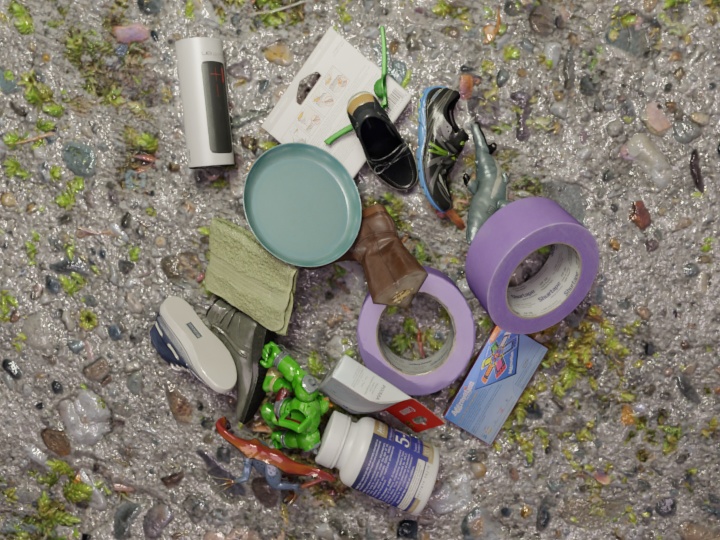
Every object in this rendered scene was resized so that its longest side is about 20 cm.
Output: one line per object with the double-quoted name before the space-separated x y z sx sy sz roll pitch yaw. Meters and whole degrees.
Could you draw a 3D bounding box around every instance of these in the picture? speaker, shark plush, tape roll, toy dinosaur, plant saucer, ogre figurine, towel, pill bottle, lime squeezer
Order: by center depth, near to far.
"tape roll" 0.270 -0.006 0.974 0.194 0.086 0.205 -10 124 -15
"plant saucer" -0.092 -0.102 0.975 0.194 0.027 0.207 6 74 -21
"lime squeezer" 0.017 -0.281 0.987 0.070 0.037 0.204 33 102 28
"shark plush" 0.203 -0.141 0.997 0.081 0.090 0.207 0 93 -25
"speaker" -0.258 -0.276 1.022 0.078 0.081 0.207 -3 97 4
"towel" -0.185 0.008 1.024 0.197 0.036 0.152 29 123 26
"tape roll" 0.092 0.098 1.041 0.193 0.085 0.207 0 97 4
"ogre figurine" -0.116 0.234 1.055 0.118 0.097 0.206 17 100 37
"pill bottle" 0.027 0.325 1.062 0.195 0.120 0.122 24 99 -3
"toy dinosaur" -0.168 0.316 1.077 0.197 0.106 0.183 -29 112 14

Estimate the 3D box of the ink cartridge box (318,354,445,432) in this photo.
"ink cartridge box" 0.028 0.227 1.033 0.197 0.160 0.048 35 67 0

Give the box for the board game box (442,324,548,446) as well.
"board game box" 0.237 0.197 1.085 0.101 0.019 0.204 29 99 -2

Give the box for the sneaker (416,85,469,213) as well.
"sneaker" 0.136 -0.197 1.006 0.080 0.071 0.207 1 96 20

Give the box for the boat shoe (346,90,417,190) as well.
"boat shoe" 0.039 -0.192 0.977 0.073 0.063 0.201 -28 137 9

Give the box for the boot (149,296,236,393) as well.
"boot" -0.292 0.147 1.067 0.201 0.072 0.091 51 124 20

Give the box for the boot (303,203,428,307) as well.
"boot" 0.000 0.000 0.988 0.184 0.202 0.064 -33 137 7

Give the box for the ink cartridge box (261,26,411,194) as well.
"ink cartridge box" -0.039 -0.262 1.026 0.175 0.045 0.202 38 98 -3

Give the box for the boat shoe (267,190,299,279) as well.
"boat shoe" -0.145 -0.048 1.052 0.069 0.070 0.205 -7 118 -12

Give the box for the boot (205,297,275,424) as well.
"boot" -0.227 0.159 1.099 0.127 0.068 0.206 14 99 14
